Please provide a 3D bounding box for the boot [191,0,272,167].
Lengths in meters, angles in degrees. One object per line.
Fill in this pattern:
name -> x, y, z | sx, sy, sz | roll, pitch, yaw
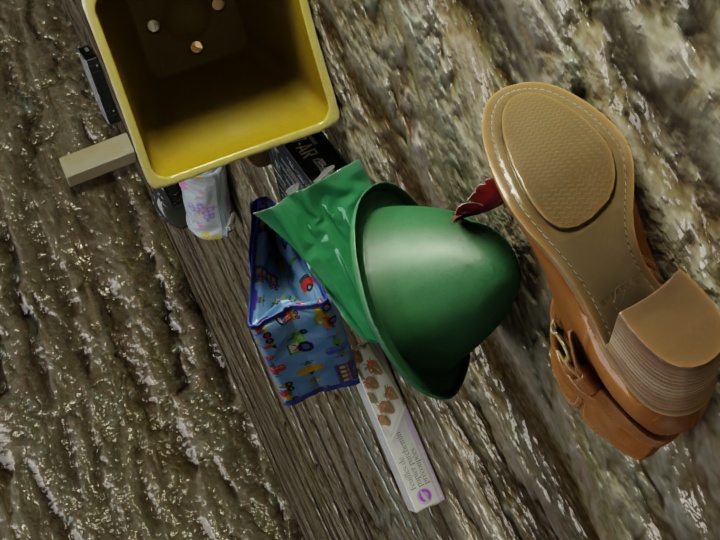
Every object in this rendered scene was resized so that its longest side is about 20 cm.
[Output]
boot -> -0.159, -0.217, 1.375 | 0.144, 0.071, 0.203 | 6, 112, 53

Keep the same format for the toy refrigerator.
toy refrigerator -> -0.732, -0.311, 3.371 | 0.076, 0.199, 0.070 | 109, 137, -73

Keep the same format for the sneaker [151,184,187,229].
sneaker -> -0.407, -0.180, 2.552 | 0.091, 0.076, 0.201 | 13, 127, 66

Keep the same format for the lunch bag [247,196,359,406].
lunch bag -> -0.077, 0.022, 1.364 | 0.151, 0.093, 0.201 | 71, -178, -47

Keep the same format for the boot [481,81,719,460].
boot -> 0.128, 0.005, 0.679 | 0.200, 0.076, 0.156 | 54, 167, 23

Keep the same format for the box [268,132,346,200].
box -> -0.038, -0.062, 1.280 | 0.200, 0.043, 0.161 | -126, 18, -46

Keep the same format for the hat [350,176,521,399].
hat -> 0.104, -0.011, 0.843 | 0.167, 0.175, 0.200 | 66, -155, -5

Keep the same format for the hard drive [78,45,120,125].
hard drive -> -0.737, -0.521, 3.407 | 0.140, 0.038, 0.201 | -132, 22, -57

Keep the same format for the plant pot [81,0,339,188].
plant pot -> -0.157, -0.230, 1.178 | 0.200, 0.193, 0.197 | -125, 16, -60

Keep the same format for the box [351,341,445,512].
box -> 0.037, 0.177, 1.388 | 0.041, 0.038, 0.201 | 144, 103, -77

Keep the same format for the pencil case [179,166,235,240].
pencil case -> -0.249, -0.132, 1.948 | 0.091, 0.083, 0.200 | 54, 162, 28

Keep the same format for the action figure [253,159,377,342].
action figure -> 0.000, 0.000, 1.148 | 0.201, 0.118, 0.055 | 59, -154, -17
